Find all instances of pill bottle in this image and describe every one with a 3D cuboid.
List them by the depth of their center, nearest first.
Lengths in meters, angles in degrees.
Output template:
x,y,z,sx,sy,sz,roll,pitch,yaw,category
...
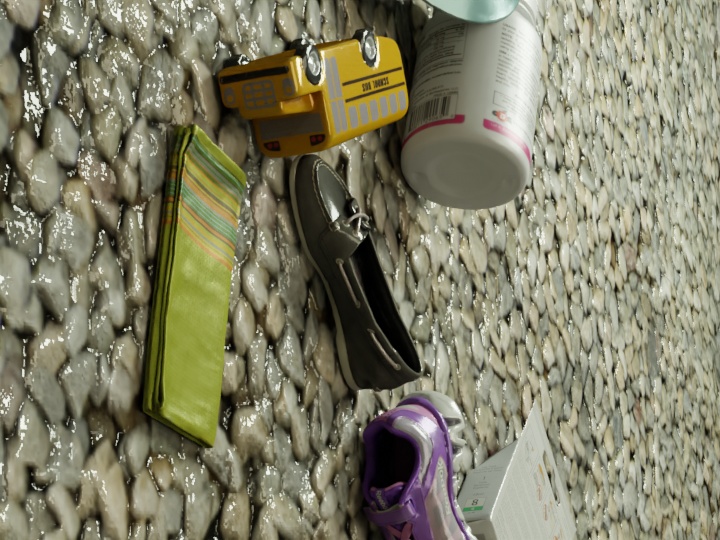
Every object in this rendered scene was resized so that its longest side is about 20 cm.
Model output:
x,y,z,sx,sy,sz,roll,pitch,yaw,category
0.102,-0.165,1.504,0.113,0.113,0.201,52,39,-48,pill bottle

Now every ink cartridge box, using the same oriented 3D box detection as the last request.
x,y,z,sx,sy,sz,roll,pitch,yaw,category
0.144,0.240,1.576,0.200,0.050,0.162,-61,137,-58,ink cartridge box

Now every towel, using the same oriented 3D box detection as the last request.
x,y,z,sx,sy,sz,roll,pitch,yaw,category
-0.106,0.010,1.122,0.086,0.018,0.201,40,49,-55,towel

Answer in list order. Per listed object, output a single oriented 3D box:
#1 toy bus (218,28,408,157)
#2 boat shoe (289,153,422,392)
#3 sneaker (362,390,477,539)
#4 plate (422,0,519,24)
x,y,z,sx,sy,sz,roll,pitch,yaw,category
-0.032,-0.134,1.266,0.200,0.065,0.079,-31,113,-64,toy bus
0.000,0.000,1.306,0.067,0.057,0.201,-51,130,-57,boat shoe
0.041,0.196,1.334,0.088,0.080,0.202,4,75,-58,sneaker
0.071,-0.302,1.463,0.199,0.026,0.201,24,48,-30,plate
